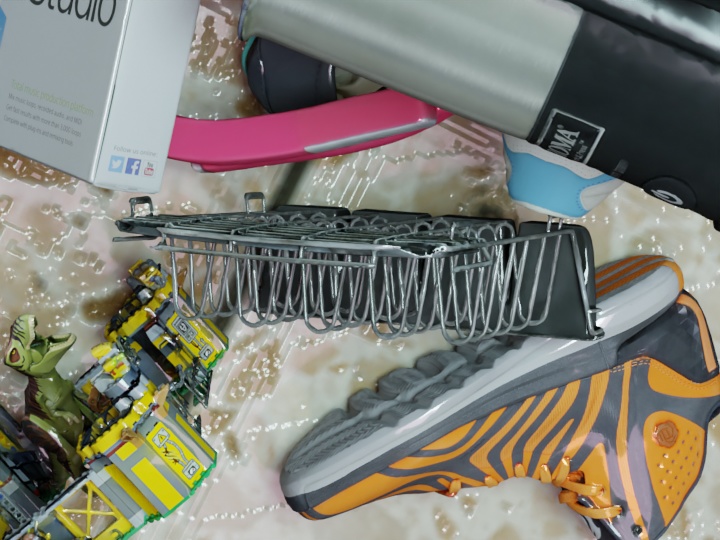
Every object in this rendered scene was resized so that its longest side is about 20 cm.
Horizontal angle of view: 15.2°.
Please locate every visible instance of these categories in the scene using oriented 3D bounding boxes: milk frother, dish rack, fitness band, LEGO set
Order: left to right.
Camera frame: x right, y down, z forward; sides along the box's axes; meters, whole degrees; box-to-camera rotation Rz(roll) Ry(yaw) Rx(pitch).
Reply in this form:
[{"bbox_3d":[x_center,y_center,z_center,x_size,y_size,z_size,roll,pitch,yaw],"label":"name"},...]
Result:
[{"bbox_3d":[-0.137,0.047,1.063,0.154,0.200,0.116,-37,105,18],"label":"LEGO set"},{"bbox_3d":[-0.027,-0.116,1.078,0.199,0.037,0.144,-9,84,17],"label":"fitness band"},{"bbox_3d":[0.000,0.000,1.050,0.153,0.200,0.055,3,93,21],"label":"dish rack"},{"bbox_3d":[0.083,-0.148,0.927,0.188,0.181,0.200,22,62,0],"label":"milk frother"}]

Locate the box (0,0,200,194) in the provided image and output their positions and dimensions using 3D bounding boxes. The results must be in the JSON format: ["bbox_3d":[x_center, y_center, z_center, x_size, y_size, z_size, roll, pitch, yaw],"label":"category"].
[{"bbox_3d":[-0.107,-0.142,1.046,0.036,0.144,0.201,8,98,-38],"label":"box"}]

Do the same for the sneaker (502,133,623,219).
[{"bbox_3d":[0.107,-0.088,1.095,0.076,0.200,0.081,22,120,19],"label":"sneaker"}]

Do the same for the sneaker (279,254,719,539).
[{"bbox_3d":[0.071,0.084,1.160,0.199,0.078,0.112,-26,104,-6],"label":"sneaker"}]

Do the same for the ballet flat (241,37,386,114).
[{"bbox_3d":[0.029,-0.140,1.111,0.073,0.073,0.200,33,94,-16],"label":"ballet flat"}]
